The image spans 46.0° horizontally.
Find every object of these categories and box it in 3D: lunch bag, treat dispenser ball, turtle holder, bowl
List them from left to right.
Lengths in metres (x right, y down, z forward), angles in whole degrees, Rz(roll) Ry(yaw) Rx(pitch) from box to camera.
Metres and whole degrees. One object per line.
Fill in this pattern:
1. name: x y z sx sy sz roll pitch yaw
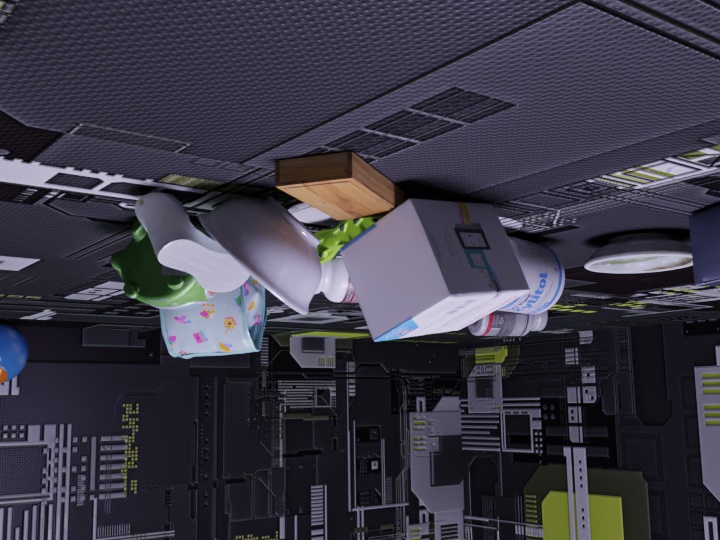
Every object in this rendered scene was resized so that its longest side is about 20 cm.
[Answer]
1. treat dispenser ball: -1.183 0.267 2.743 0.200 0.202 0.201 -1 171 0
2. turtle holder: -0.297 0.003 1.313 0.185 0.141 0.132 -27 155 15
3. lunch bag: -0.250 0.047 1.437 0.170 0.201 0.122 -4 179 13
4. bowl: -0.119 -0.038 1.165 0.201 0.090 0.201 43 -178 -1

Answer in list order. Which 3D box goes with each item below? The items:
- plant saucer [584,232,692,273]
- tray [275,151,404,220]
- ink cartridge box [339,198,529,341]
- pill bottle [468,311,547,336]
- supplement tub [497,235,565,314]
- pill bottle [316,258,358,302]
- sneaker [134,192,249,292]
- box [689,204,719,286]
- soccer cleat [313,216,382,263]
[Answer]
1. plant saucer: 0.501 -0.033 1.514 0.199 0.050 0.200 -1 170 0
2. tray: -0.021 -0.102 1.076 0.098 0.037 0.200 -4 171 20
3. ink cartridge box: 0.106 -0.001 1.189 0.147 0.146 0.200 -34 159 37
4. pill bottle: 0.394 0.120 2.271 0.199 0.111 0.111 2 171 -19
5. supplement tub: 0.256 0.006 1.477 0.132 0.132 0.200 -9 169 40
6. pill bottle: 0.000 0.000 1.471 0.199 0.113 0.113 2 171 -18
7. sneaker: -0.232 -0.045 1.181 0.074 0.116 0.200 -38 152 6
8. box: 0.627 -0.045 1.241 0.199 0.118 0.197 0 171 -12
9. soccer cleat: -0.007 -0.055 1.324 0.200 0.068 0.081 -13 -173 43
